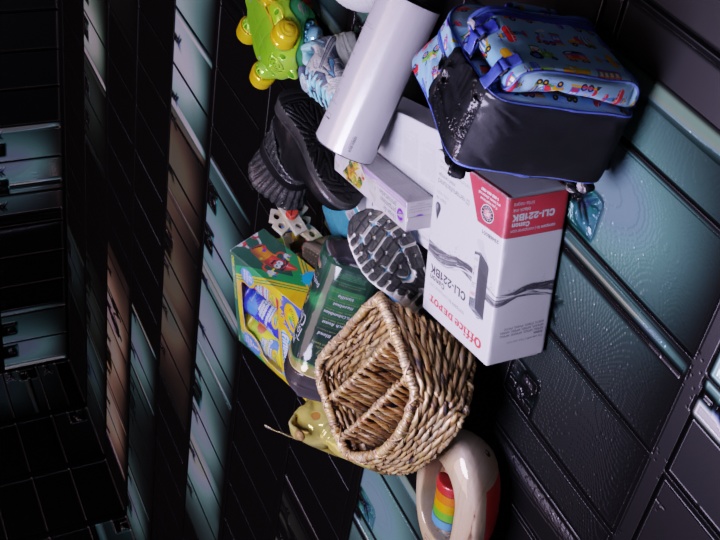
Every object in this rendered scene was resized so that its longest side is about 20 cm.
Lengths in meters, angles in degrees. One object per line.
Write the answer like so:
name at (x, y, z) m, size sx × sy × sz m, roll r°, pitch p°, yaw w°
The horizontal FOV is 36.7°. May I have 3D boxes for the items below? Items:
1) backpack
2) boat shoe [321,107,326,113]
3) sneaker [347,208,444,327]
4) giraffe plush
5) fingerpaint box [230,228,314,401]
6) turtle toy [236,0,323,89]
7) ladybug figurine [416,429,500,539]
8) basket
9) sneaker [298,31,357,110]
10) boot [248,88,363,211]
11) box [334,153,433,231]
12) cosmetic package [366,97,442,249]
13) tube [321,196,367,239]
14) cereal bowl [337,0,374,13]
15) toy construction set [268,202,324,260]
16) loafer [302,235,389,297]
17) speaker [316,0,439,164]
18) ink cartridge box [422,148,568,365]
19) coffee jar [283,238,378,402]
backpack at (0.148, -0.185, 1.037) m, size 0.202 × 0.179 × 0.136 m, roll -109°, pitch 33°, yaw -44°
boat shoe at (-0.044, -0.179, 1.569) m, size 0.199 × 0.071 × 0.070 m, roll -33°, pitch 69°, yaw 54°
sneaker at (0.051, 0.012, 1.356) m, size 0.201 × 0.078 × 0.090 m, roll 50°, pitch 169°, yaw -5°
giraffe plush at (-0.019, 0.185, 1.573) m, size 0.172 × 0.197 × 0.165 m, roll 158°, pitch 134°, yaw -76°
fingerpaint box at (-0.113, 0.068, 1.622) m, size 0.166 × 0.073 × 0.202 m, roll 38°, pitch 146°, yaw 30°
turtle toy at (-0.116, -0.372, 1.597) m, size 0.146 × 0.099 × 0.203 m, roll -43°, pitch 60°, yaw 59°
ladybug figurine at (0.124, 0.282, 1.350) m, size 0.136 × 0.071 × 0.203 m, roll 51°, pitch 142°, yaw 47°
basket at (0.028, 0.150, 1.304) m, size 0.200 × 0.147 × 0.145 m, roll -46°, pitch 24°, yaw 48°
sneaker at (-0.039, -0.241, 1.448) m, size 0.202 × 0.085 × 0.079 m, roll -101°, pitch 9°, yaw -47°
boot at (-0.077, -0.128, 1.511) m, size 0.213 × 0.078 × 0.159 m, roll 62°, pitch 142°, yaw 29°
box at (0.026, -0.109, 1.351) m, size 0.200 × 0.041 × 0.039 m, roll 44°, pitch 139°, yaw 51°
cosmetic package at (0.071, -0.122, 1.353) m, size 0.200 × 0.051 × 0.154 m, roll 39°, pitch 131°, yaw 55°
tube at (-0.015, -0.077, 1.564) m, size 0.200 × 0.050 × 0.079 m, roll 153°, pitch 102°, yaw -69°
cereal bowl at (-0.012, -0.429, 1.380) m, size 0.200 × 0.082 × 0.204 m, roll -143°, pitch 49°, yaw -57°
toy construction set at (-0.086, -0.035, 1.666) m, size 0.201 × 0.090 × 0.133 m, roll 91°, pitch 164°, yaw -70°
loafer at (0.000, 0.000, 1.527) m, size 0.199 × 0.067 × 0.077 m, roll 35°, pitch 147°, yaw 33°
speaker at (0.020, -0.236, 1.307) m, size 0.081 × 0.080 × 0.203 m, roll 46°, pitch 116°, yaw 49°
ink cartridge box at (0.144, -0.020, 1.198) m, size 0.144 × 0.082 × 0.203 m, roll 43°, pitch 137°, yaw 51°
coffee jar at (-0.039, 0.067, 1.434) m, size 0.105 × 0.084 × 0.203 m, roll -108°, pitch 35°, yaw -68°
